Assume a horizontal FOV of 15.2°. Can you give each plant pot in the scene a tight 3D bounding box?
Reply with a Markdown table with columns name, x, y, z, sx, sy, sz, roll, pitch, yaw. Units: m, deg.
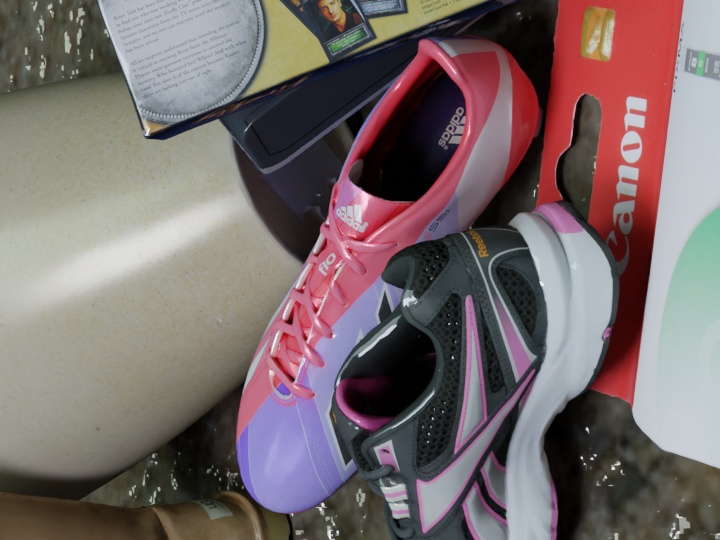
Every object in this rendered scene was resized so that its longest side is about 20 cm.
| name | x | y | z | sx | sy | sz | roll | pitch | yaw |
| --- | --- | --- | --- | --- | --- | --- | --- | --- | --- |
| plant pot | -0.100 | -0.009 | 1.141 | 0.200 | 0.187 | 0.188 | -23 | 70 | 33 |

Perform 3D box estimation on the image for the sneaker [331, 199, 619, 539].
| name | x | y | z | sx | sy | sz | roll | pitch | yaw |
| --- | --- | --- | --- | --- | --- | --- | --- | --- | --- |
| sneaker | 0.025 | 0.060 | 1.009 | 0.080 | 0.086 | 0.201 | -123 | 37 | -50 |

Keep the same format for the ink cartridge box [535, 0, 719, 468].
| name | x | y | z | sx | sy | sz | roll | pitch | yaw |
| --- | --- | --- | --- | --- | --- | --- | --- | --- | --- |
| ink cartridge box | 0.113 | -0.022 | 0.947 | 0.200 | 0.050 | 0.162 | 16 | 102 | 50 |

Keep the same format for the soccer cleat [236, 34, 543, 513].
| name | x | y | z | sx | sy | sz | roll | pitch | yaw |
| --- | --- | --- | --- | --- | --- | --- | --- | --- | --- |
| soccer cleat | 0.000 | 0.000 | 1.028 | 0.067 | 0.076 | 0.200 | 34 | 98 | 28 |

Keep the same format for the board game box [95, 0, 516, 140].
| name | x | y | z | sx | sy | sz | roll | pitch | yaw |
| --- | --- | --- | --- | --- | --- | --- | --- | --- | --- |
| board game box | -0.008 | -0.146 | 0.989 | 0.199 | 0.035 | 0.136 | -20 | 88 | 7 |

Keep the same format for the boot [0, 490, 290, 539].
| name | x | y | z | sx | sy | sz | roll | pitch | yaw |
| --- | --- | --- | --- | --- | --- | --- | --- | --- | --- |
| boot | -0.132 | 0.173 | 1.143 | 0.066 | 0.199 | 0.176 | 10 | 98 | 53 |

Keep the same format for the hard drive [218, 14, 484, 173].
| name | x | y | z | sx | sy | sz | roll | pitch | yaw |
| --- | --- | --- | --- | --- | --- | --- | --- | --- | --- |
| hard drive | -0.034 | -0.143 | 1.088 | 0.139 | 0.033 | 0.200 | -37 | 50 | -3 |
